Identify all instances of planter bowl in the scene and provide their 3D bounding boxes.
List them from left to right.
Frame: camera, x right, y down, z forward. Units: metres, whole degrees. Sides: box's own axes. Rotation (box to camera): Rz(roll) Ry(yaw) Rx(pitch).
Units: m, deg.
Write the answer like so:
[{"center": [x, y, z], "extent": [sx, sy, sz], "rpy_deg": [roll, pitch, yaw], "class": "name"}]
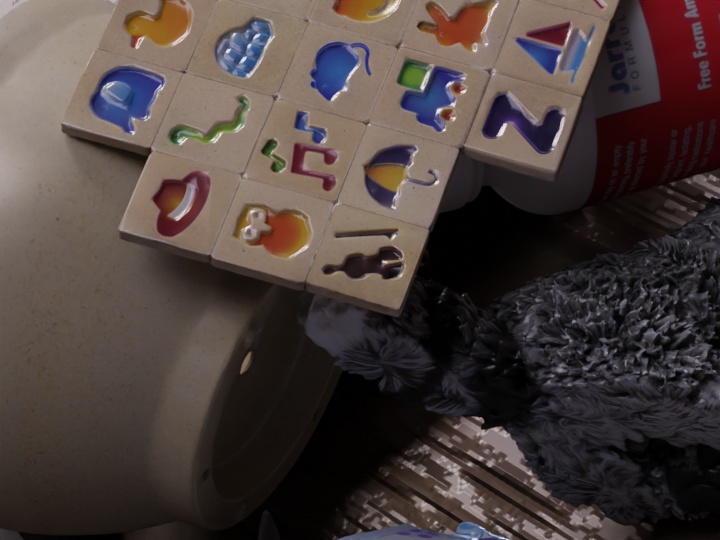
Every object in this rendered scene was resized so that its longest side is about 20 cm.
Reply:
[{"center": [-0.083, 0.015, 1.085], "extent": [0.135, 0.200, 0.200], "rpy_deg": [25, 66, 20], "class": "planter bowl"}]

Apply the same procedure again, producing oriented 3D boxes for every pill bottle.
[{"center": [0.098, -0.086, 1.103], "extent": [0.200, 0.112, 0.112], "rpy_deg": [-17, 38, -14], "class": "pill bottle"}]

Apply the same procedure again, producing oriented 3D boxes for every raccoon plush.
[{"center": [0.087, -0.002, 1.071], "extent": [0.097, 0.200, 0.134], "rpy_deg": [-34, 32, 46], "class": "raccoon plush"}]

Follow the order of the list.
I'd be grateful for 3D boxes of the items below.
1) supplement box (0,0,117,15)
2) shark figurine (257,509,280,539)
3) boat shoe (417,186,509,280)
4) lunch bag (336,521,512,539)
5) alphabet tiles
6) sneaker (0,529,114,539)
[{"center": [-0.071, -0.076, 1.308], "extent": [0.126, 0.074, 0.200], "rpy_deg": [-32, 48, 5], "class": "supplement box"}, {"center": [-0.120, 0.169, 1.116], "extent": [0.214, 0.090, 0.128], "rpy_deg": [-17, 45, 24], "class": "shark figurine"}, {"center": [0.000, 0.001, 1.211], "extent": [0.201, 0.074, 0.063], "rpy_deg": [-33, 66, -6], "class": "boat shoe"}, {"center": [0.026, 0.171, 0.983], "extent": [0.169, 0.127, 0.200], "rpy_deg": [14, 54, 40], "class": "lunch bag"}, {"center": [-0.002, -0.080, 1.029], "extent": [0.167, 0.008, 0.200], "rpy_deg": [16, 61, 10], "class": "alphabet tiles"}, {"center": [-0.178, 0.102, 1.245], "extent": [0.115, 0.076, 0.200], "rpy_deg": [-48, 33, 0], "class": "sneaker"}]
